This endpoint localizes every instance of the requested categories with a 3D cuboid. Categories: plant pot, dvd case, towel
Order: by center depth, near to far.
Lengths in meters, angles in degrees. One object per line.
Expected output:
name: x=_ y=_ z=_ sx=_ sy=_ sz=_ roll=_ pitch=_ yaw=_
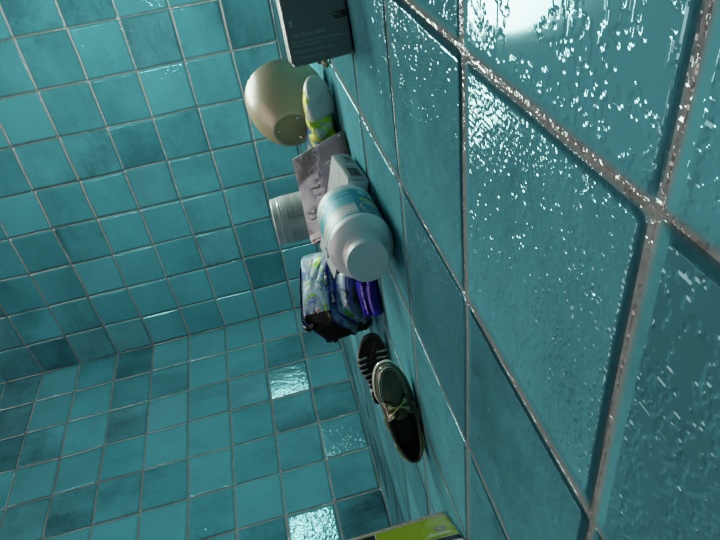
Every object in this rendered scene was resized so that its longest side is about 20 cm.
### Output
dvd case: x=-0.071 y=-0.176 z=1.276 sx=0.016 sy=0.147 sz=0.204 roll=1 pitch=-109 yaw=-56
towel: x=0.000 y=0.000 z=1.343 sx=0.148 sy=0.049 sz=0.204 roll=-155 pitch=53 yaw=-82
plant pot: x=-0.172 y=-0.377 z=1.411 sx=0.202 sy=0.196 sz=0.136 roll=84 pitch=172 yaw=-52

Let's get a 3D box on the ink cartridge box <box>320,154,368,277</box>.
ink cartridge box: x=-0.035 y=-0.110 z=1.172 sx=0.163 sy=0.056 sz=0.204 roll=-118 pitch=30 yaw=-61

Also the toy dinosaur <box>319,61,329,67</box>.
toy dinosaur: x=-0.103 y=-0.523 z=1.217 sx=0.088 sy=0.046 sz=0.204 roll=-99 pitch=1 yaw=-78

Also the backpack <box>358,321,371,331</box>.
backpack: x=-0.059 y=0.073 z=1.652 sx=0.178 sy=0.147 sz=0.204 roll=99 pitch=161 yaw=-78

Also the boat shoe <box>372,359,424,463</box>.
boat shoe: x=0.076 y=0.267 z=1.113 sx=0.060 sy=0.071 sz=0.205 roll=-131 pitch=23 yaw=-74

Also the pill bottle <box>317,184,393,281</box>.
pill bottle: x=-0.008 y=-0.060 z=0.991 sx=0.201 sy=0.109 sz=0.113 roll=-113 pitch=11 yaw=-59

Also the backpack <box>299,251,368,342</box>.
backpack: x=-0.062 y=0.053 z=1.463 sx=0.183 sy=0.144 sz=0.204 roll=42 pitch=-144 yaw=-61

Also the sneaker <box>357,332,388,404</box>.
sneaker: x=0.029 y=0.217 z=1.436 sx=0.116 sy=0.074 sz=0.203 roll=-108 pitch=6 yaw=-62

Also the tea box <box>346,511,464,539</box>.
tea box: x=0.081 y=0.512 z=0.966 sx=0.197 sy=0.196 sz=0.136 roll=129 pitch=127 yaw=-84

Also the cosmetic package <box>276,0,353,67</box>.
cosmetic package: x=-0.081 y=-0.432 z=0.913 sx=0.090 sy=0.105 sz=0.203 roll=-115 pitch=12 yaw=-65

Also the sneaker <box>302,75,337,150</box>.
sneaker: x=-0.103 y=-0.330 z=1.338 sx=0.104 sy=0.075 sz=0.204 roll=6 pitch=111 yaw=57

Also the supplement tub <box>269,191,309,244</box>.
supplement tub: x=-0.142 y=-0.156 z=1.630 sx=0.132 sy=0.196 sz=0.135 roll=167 pitch=90 yaw=-84

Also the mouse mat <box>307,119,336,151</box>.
mouse mat: x=-0.100 y=-0.324 z=1.473 sx=0.201 sy=0.007 sz=0.163 roll=-109 pitch=33 yaw=-52
